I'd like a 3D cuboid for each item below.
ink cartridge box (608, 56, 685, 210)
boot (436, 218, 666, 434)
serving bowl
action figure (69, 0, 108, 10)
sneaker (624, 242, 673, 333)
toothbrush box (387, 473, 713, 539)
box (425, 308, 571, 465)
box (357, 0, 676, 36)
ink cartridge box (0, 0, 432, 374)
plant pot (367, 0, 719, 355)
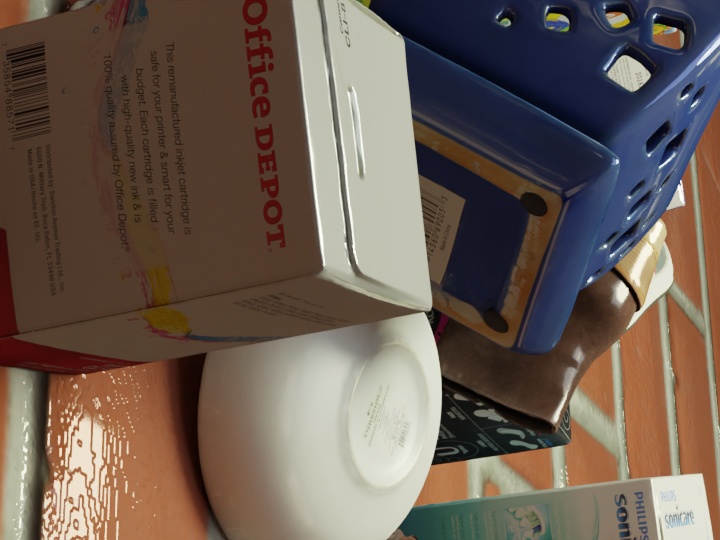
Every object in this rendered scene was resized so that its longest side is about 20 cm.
[{"bbox_3d":[0.173,-0.100,1.656,0.076,0.199,0.138,-146,-139,-75],"label":"ink cartridge box"},{"bbox_3d":[0.083,-0.005,1.352,0.167,0.199,0.072,-55,161,-19],"label":"boot"},{"bbox_3d":[-0.008,0.082,1.220,0.200,0.065,0.202,-10,102,-55],"label":"serving bowl"},{"bbox_3d":[-0.097,-0.154,1.107,0.102,0.118,0.201,-38,106,-49],"label":"action figure"},{"bbox_3d":[0.170,-0.034,1.485,0.200,0.083,0.122,-42,128,-64],"label":"sneaker"},{"bbox_3d":[0.128,0.191,1.414,0.146,0.199,0.086,12,69,-68],"label":"toothbrush box"},{"bbox_3d":[0.071,0.018,1.467,0.132,0.114,0.201,44,39,-55],"label":"box"},{"bbox_3d":[0.114,-0.238,1.576,0.192,0.199,0.123,23,58,-66],"label":"box"},{"bbox_3d":[-0.084,-0.041,0.978,0.144,0.199,0.147,19,63,-66],"label":"ink cartridge box"},{"bbox_3d":[0.079,-0.084,1.179,0.180,0.199,0.201,-52,165,-35],"label":"plant pot"}]
